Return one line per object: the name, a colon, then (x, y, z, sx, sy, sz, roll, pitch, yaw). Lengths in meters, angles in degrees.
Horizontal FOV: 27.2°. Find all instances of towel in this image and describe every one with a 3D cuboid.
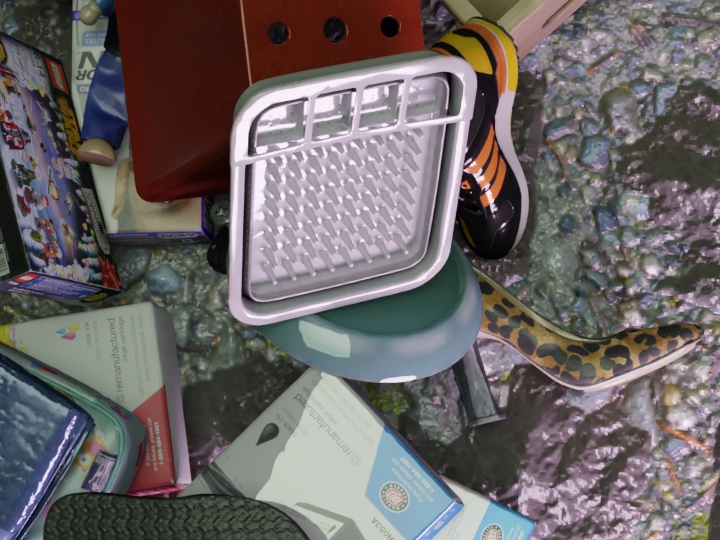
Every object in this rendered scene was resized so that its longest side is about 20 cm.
towel: (-0.278, 0.153, 1.022, 0.111, 0.049, 0.200, 33, 93, 3)

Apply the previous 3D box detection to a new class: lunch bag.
lunch bag: (-0.266, 0.141, 1.084, 0.199, 0.077, 0.161, 27, 87, 5)

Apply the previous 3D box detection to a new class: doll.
doll: (-0.157, -0.175, 1.163, 0.136, 0.048, 0.201, 13, 80, -4)

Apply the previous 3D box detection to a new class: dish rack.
dish rack: (-0.015, -0.060, 1.000, 0.171, 0.201, 0.044, -14, 44, -21)

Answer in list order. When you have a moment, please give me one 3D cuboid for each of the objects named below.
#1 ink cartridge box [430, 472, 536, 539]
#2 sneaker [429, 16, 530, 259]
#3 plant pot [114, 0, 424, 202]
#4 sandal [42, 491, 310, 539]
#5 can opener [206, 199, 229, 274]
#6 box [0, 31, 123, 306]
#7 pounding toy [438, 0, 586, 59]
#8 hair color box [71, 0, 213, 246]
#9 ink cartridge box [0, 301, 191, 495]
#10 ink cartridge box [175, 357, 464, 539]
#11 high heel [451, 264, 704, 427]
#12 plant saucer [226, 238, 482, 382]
ink cartridge box: (0.021, 0.202, 1.145, 0.199, 0.068, 0.116, 25, 83, 8)
sneaker: (0.075, -0.088, 1.136, 0.070, 0.201, 0.090, 23, 41, 39)
plant pot: (-0.053, -0.160, 1.076, 0.199, 0.176, 0.201, -8, 94, -25)
sandal: (-0.118, 0.186, 1.021, 0.200, 0.048, 0.076, 8, 84, 15)
can opener: (-0.060, -0.079, 1.207, 0.063, 0.079, 0.201, 17, 77, 44)
box: (-0.248, -0.078, 1.111, 0.040, 0.137, 0.201, -20, 78, 15)
pounding toy: (0.145, -0.275, 1.192, 0.200, 0.142, 0.184, -42, 80, 8)
hair color box: (-0.177, -0.123, 1.212, 0.109, 0.065, 0.201, -2, 83, 3)
ink cartridge box: (-0.243, 0.113, 1.168, 0.199, 0.086, 0.148, -9, 82, 1)
ink cartridge box: (-0.046, 0.185, 1.076, 0.200, 0.084, 0.145, -44, 78, -1)
high heel: (0.156, 0.028, 1.163, 0.199, 0.071, 0.143, -17, 82, 6)
plant saucer: (0.000, 0.000, 1.112, 0.199, 0.027, 0.201, 11, 42, -10)
